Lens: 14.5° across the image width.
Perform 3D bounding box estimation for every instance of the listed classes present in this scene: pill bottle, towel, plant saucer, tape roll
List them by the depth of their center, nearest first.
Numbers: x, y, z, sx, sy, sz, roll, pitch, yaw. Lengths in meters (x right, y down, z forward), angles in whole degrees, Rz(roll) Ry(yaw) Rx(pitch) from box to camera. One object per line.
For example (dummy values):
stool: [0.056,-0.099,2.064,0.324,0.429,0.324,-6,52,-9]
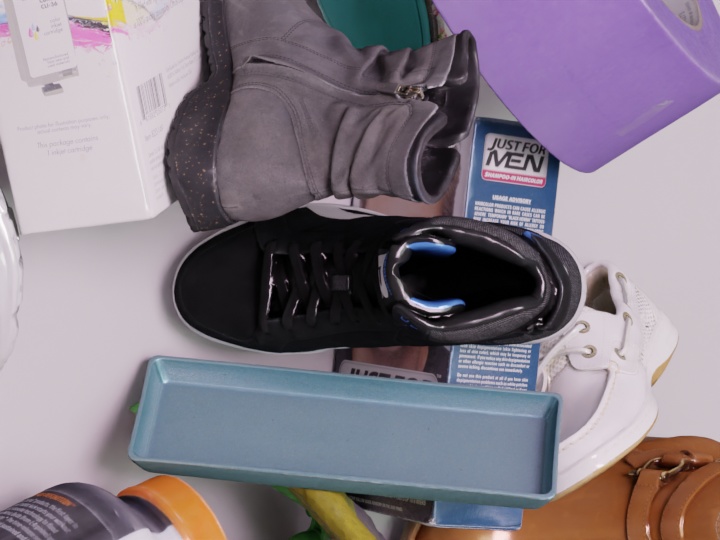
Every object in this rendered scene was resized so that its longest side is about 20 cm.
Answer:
pill bottle: [-0.153,0.162,1.274,0.200,0.106,0.106,-26,109,-34]
plant saucer: [-0.006,0.078,1.338,0.070,0.200,0.019,-81,176,-47]
towel: [0.044,0.172,1.343,0.023,0.200,0.144,-43,143,-6]
tape roll: [0.095,-0.153,1.384,0.085,0.200,0.200,-33,123,18]

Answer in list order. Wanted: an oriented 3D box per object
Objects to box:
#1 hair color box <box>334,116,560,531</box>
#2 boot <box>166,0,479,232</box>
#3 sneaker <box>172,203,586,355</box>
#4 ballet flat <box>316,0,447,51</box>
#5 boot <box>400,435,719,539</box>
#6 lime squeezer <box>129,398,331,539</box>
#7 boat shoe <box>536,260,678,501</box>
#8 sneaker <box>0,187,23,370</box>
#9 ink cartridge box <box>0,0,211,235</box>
hair color box: [0.039,0.024,1.417,0.060,0.100,0.200,7,89,-35]
boot: [-0.006,-0.094,1.297,0.070,0.131,0.200,67,23,-45]
sneaker: [0.000,0.000,1.313,0.112,0.200,0.073,20,69,-78]
ballet flat: [-0.006,-0.180,1.387,0.200,0.076,0.064,59,40,-30]
boot: [0.131,0.130,1.463,0.200,0.155,0.074,-24,108,-35]
lime squeezer: [-0.042,0.137,1.403,0.071,0.038,0.200,-35,115,-31]
boat shoe: [0.112,0.052,1.464,0.069,0.071,0.200,55,22,-11]
sneaker: [-0.209,-0.039,1.245,0.099,0.078,0.200,-17,112,-11]
ink cartridge box: [-0.123,-0.128,1.266,0.116,0.067,0.200,-44,126,-69]
